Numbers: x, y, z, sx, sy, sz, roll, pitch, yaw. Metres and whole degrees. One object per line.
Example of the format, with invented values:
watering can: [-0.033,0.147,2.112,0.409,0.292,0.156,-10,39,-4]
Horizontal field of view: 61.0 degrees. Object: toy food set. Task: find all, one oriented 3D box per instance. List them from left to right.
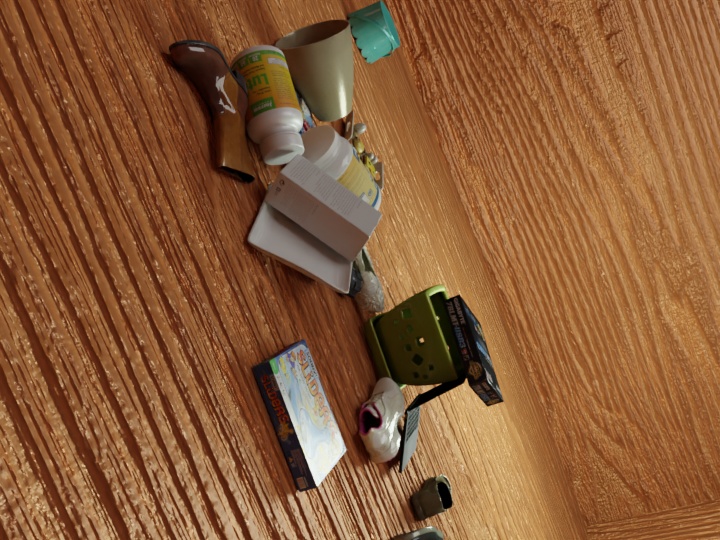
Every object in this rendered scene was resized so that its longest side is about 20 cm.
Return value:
toy food set: [0.015,-0.345,1.770,0.201,0.060,0.145,54,25,-36]

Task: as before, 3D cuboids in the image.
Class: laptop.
laptop: [0.162,0.316,1.306,0.187,0.114,0.204,3,94,-75]

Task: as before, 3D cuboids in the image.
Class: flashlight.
flashlight: [-0.053,0.009,1.249,0.068,0.068,0.200,49,4,28]

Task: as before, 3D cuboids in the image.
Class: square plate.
square plate: [-0.102,-0.057,1.121,0.198,0.029,0.199,29,34,-15]

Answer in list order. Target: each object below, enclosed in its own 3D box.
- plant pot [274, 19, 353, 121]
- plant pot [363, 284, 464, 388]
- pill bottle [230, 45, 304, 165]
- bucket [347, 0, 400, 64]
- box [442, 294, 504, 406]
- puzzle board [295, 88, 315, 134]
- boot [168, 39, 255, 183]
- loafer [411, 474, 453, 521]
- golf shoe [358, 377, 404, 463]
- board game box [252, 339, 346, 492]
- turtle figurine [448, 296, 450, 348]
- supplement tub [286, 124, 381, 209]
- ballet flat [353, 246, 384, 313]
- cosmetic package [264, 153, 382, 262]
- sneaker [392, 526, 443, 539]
plant pot: [-0.089,-0.476,1.488,0.189,0.184,0.202,-81,158,-54]
plant pot: [0.126,0.160,1.392,0.202,0.179,0.200,69,20,4]
pill bottle: [-0.173,-0.312,1.167,0.111,0.110,0.203,9,62,-67]
bucket: [0.055,-0.902,2.308,0.208,0.133,0.209,53,26,-39]
box: [0.252,0.180,1.352,0.200,0.049,0.201,47,25,-56]
puzzle board: [-0.122,-0.324,1.455,0.202,0.017,0.151,62,21,-23]
boot: [-0.249,-0.262,1.030,0.188,0.067,0.204,37,44,-69]
loafer: [0.174,0.503,1.354,0.199,0.067,0.077,4,66,-68]
golf shoe: [0.040,0.279,1.216,0.092,0.074,0.201,54,24,-28]
board game box: [-0.093,0.224,0.970,0.203,0.034,0.135,69,20,-2]
turtle figurine: [0.241,0.139,1.890,0.161,0.064,0.202,42,41,-38]
supplement tub: [-0.056,-0.194,1.311,0.200,0.143,0.146,51,27,-42]
ballet flat: [0.000,0.000,1.375,0.072,0.071,0.203,22,43,-64]
cosmetic package: [-0.066,-0.118,1.136,0.199,0.072,0.102,35,34,-4]
sneaker: [0.126,0.554,1.165,0.200,0.074,0.108,42,31,-54]
